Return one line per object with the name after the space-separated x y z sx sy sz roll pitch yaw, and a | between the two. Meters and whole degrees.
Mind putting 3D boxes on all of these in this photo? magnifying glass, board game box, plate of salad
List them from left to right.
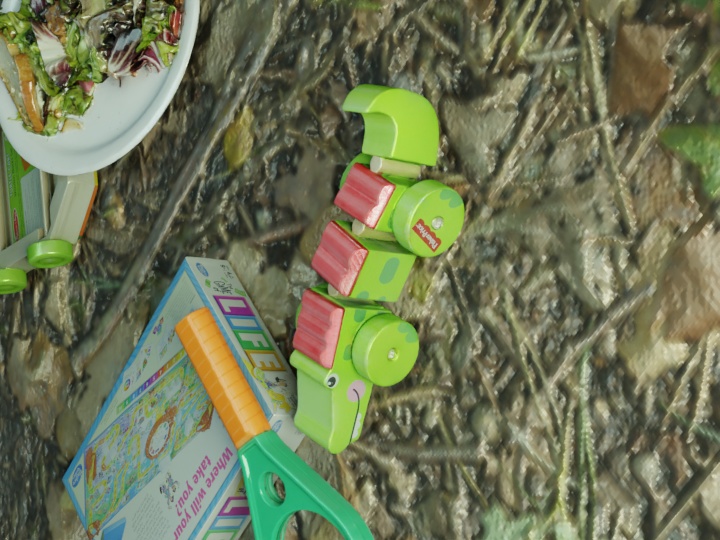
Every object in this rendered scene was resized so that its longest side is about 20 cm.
-0.188 -0.165 1.088 0.199 0.048 0.202 -10 74 35 | plate of salad
-0.112 0.111 1.004 0.201 0.034 0.135 -57 47 29 | board game box
-0.048 0.112 0.899 0.080 0.022 0.201 -39 76 40 | magnifying glass

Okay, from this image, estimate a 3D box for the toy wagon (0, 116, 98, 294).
-0.260 -0.063 1.195 0.199 0.039 0.157 -25 67 47 | toy wagon

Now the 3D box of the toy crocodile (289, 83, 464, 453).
0.000 0.000 0.861 0.067 0.061 0.202 34 112 46 | toy crocodile
